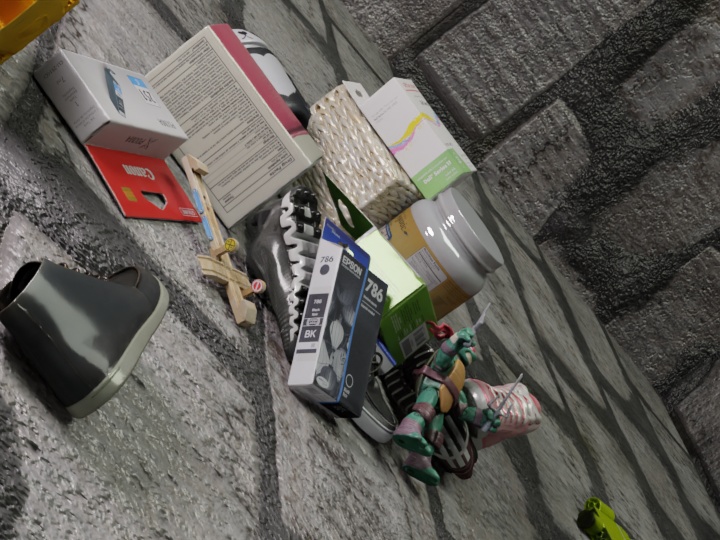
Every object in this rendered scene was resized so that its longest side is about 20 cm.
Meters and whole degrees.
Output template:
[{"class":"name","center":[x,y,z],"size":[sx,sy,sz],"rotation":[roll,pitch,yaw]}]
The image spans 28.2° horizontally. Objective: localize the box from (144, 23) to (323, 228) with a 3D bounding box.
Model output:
[{"class":"box","center":[-0.155,-0.171,1.676],"size":[0.201,0.127,0.109],"rotation":[54,12,-5]}]

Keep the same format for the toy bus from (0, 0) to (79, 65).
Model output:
[{"class":"toy bus","center":[-0.353,-0.294,1.324],"size":[0.201,0.135,0.192],"rotation":[52,0,3]}]

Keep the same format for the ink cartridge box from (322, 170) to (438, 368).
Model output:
[{"class":"ink cartridge box","center":[0.000,0.000,1.720],"size":[0.200,0.076,0.148],"rotation":[48,-9,25]}]

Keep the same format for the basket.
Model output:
[{"class":"basket","center":[-0.007,-0.118,2.000],"size":[0.198,0.160,0.201],"rotation":[31,24,-57]}]

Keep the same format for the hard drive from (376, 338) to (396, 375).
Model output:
[{"class":"hard drive","center":[-0.034,0.037,1.711],"size":[0.201,0.025,0.132],"rotation":[54,-8,-2]}]

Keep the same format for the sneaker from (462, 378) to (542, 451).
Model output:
[{"class":"sneaker","center":[0.177,0.170,1.812],"size":[0.200,0.104,0.076],"rotation":[80,-11,-70]}]

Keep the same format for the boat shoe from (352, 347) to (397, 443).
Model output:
[{"class":"boat shoe","center":[-0.011,0.100,1.627],"size":[0.201,0.066,0.070],"rotation":[55,13,3]}]

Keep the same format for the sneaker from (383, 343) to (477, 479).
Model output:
[{"class":"sneaker","center":[0.092,0.186,1.808],"size":[0.201,0.075,0.116],"rotation":[-112,176,-47]}]

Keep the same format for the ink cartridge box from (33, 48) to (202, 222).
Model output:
[{"class":"ink cartridge box","center":[-0.234,-0.136,1.493],"size":[0.177,0.045,0.200],"rotation":[55,13,9]}]

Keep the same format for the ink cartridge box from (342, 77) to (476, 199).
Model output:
[{"class":"ink cartridge box","center":[0.068,-0.196,1.957],"size":[0.201,0.067,0.117],"rotation":[54,14,3]}]

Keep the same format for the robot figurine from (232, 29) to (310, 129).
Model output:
[{"class":"robot figurine","center":[-0.142,-0.216,1.841],"size":[0.201,0.124,0.150],"rotation":[59,1,21]}]

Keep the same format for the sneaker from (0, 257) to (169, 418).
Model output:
[{"class":"sneaker","center":[-0.211,0.020,1.100],"size":[0.107,0.074,0.200],"rotation":[52,14,-17]}]

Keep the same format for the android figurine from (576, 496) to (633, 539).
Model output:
[{"class":"android figurine","center":[0.417,0.453,2.306],"size":[0.200,0.041,0.183],"rotation":[39,20,-44]}]

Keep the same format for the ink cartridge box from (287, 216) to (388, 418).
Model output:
[{"class":"ink cartridge box","center":[-0.019,0.050,1.558],"size":[0.099,0.039,0.202],"rotation":[38,55,-47]}]

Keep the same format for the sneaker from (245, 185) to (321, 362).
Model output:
[{"class":"sneaker","center":[-0.085,0.012,1.590],"size":[0.066,0.090,0.202],"rotation":[18,62,-52]}]

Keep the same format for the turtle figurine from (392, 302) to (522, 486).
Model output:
[{"class":"turtle figurine","center":[0.107,0.141,1.668],"size":[0.201,0.100,0.150],"rotation":[-57,131,-29]}]

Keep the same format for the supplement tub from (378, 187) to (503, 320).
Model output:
[{"class":"supplement tub","center":[0.074,-0.002,1.889],"size":[0.145,0.199,0.145],"rotation":[51,13,-16]}]

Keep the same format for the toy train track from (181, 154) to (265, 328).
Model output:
[{"class":"toy train track","center":[-0.143,-0.037,1.518],"size":[0.115,0.032,0.202],"rotation":[29,37,-64]}]
